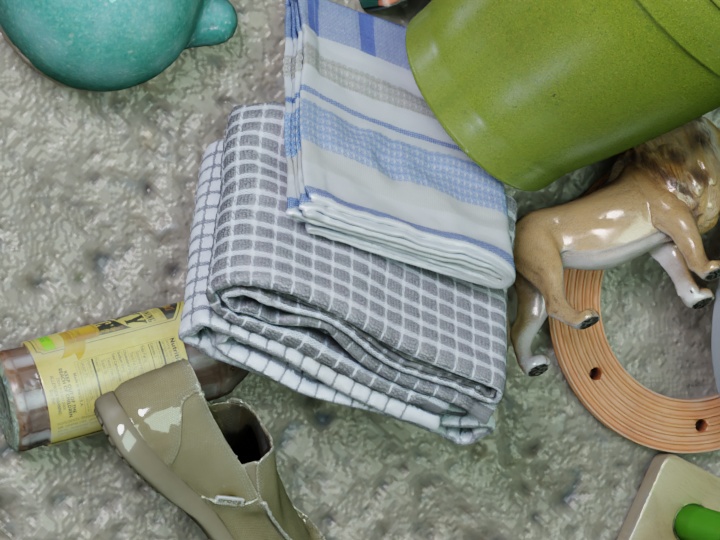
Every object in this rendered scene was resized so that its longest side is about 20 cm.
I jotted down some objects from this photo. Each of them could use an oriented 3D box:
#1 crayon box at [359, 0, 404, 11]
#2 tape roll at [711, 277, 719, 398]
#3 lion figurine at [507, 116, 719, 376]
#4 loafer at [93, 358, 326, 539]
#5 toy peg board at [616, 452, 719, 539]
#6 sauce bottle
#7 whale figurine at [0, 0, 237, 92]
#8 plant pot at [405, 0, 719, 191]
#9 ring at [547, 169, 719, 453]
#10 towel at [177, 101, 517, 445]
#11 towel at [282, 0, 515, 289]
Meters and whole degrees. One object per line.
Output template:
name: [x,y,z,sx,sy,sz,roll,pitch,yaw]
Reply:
crayon box: [0.027,-0.273,1.619,0.127,0.051,0.200,-25,100,-16]
tape roll: [0.311,0.030,1.687,0.200,0.066,0.201,-11,107,-40]
lion figurine: [0.149,-0.022,1.643,0.200,0.072,0.123,-19,64,-10]
loafer: [-0.073,0.121,1.561,0.067,0.076,0.200,-39,133,8]
toy peg board: [0.249,0.250,1.699,0.200,0.098,0.199,27,84,-18]
sauce bottle: [-0.118,0.054,1.580,0.200,0.065,0.065,-14,97,-20]
whale figurine: [-0.123,-0.194,1.543,0.200,0.104,0.159,-45,105,-12]
plant pot: [0.136,-0.150,1.562,0.193,0.200,0.200,-38,108,27]
ring: [0.211,0.017,1.715,0.200,0.019,0.201,-1,94,-19]
towel: [0.000,0.000,1.558,0.200,0.166,0.086,21,130,-18]
towel: [0.021,-0.080,1.573,0.147,0.200,0.024,18,132,-20]
